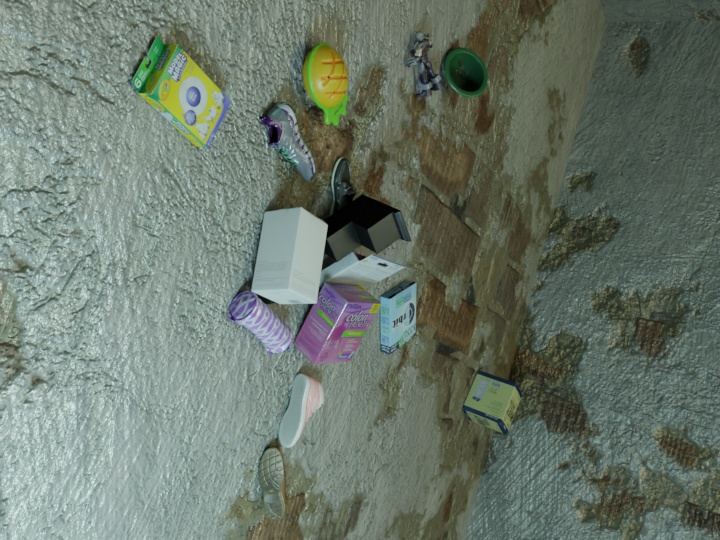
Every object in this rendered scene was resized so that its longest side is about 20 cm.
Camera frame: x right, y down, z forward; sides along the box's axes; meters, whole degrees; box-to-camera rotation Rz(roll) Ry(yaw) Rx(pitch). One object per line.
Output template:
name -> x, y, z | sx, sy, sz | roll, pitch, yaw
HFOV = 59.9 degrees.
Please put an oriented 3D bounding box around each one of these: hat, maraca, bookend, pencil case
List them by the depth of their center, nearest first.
pencil case -> -0.242, 0.131, 1.534 | 0.085, 0.084, 0.201 | -43, 138, -6
maraca -> -0.079, -0.458, 1.541 | 0.138, 0.105, 0.202 | -55, 141, -30
bookend -> -0.007, -0.090, 1.626 | 0.197, 0.199, 0.093 | -35, 122, -17
hat -> 0.337, -0.653, 2.180 | 0.198, 0.175, 0.168 | 31, 75, -16

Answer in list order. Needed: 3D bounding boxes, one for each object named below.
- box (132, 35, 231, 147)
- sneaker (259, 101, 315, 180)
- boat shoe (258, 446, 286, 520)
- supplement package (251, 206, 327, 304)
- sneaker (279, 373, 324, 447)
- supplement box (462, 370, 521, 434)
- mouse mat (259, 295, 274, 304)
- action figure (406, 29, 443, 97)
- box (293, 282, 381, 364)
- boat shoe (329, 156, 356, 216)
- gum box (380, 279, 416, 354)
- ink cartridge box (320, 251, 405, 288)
box -> -0.349, -0.349, 1.231 | 0.200, 0.048, 0.119 | 42, 66, -52
sneaker -> -0.179, -0.294, 1.498 | 0.087, 0.074, 0.203 | -40, 122, -28
boat shoe -> -0.238, 0.576, 1.715 | 0.068, 0.070, 0.205 | -75, 163, -80
supplement package -> -0.168, -0.033, 1.505 | 0.119, 0.119, 0.205 | 30, 63, -53
sneaker -> -0.156, 0.397, 1.753 | 0.104, 0.074, 0.205 | 26, 75, -51
supplement box -> 0.600, 0.600, 2.849 | 0.202, 0.197, 0.135 | -61, 142, -20
mouse mat -> -0.198, -0.017, 1.609 | 0.160, 0.007, 0.205 | -7, 107, -55
action figure -> 0.193, -0.642, 1.927 | 0.130, 0.069, 0.203 | -42, 130, -31
box -> -0.063, 0.147, 1.735 | 0.175, 0.096, 0.203 | 7, 114, -57
boat shoe -> -0.041, -0.207, 1.723 | 0.074, 0.065, 0.204 | -1, 102, -56
gum box -> 0.130, 0.157, 2.128 | 0.169, 0.044, 0.205 | -28, 123, -49
ink cartridge box -> 0.000, 0.000, 1.760 | 0.195, 0.198, 0.044 | 17, 48, -56
